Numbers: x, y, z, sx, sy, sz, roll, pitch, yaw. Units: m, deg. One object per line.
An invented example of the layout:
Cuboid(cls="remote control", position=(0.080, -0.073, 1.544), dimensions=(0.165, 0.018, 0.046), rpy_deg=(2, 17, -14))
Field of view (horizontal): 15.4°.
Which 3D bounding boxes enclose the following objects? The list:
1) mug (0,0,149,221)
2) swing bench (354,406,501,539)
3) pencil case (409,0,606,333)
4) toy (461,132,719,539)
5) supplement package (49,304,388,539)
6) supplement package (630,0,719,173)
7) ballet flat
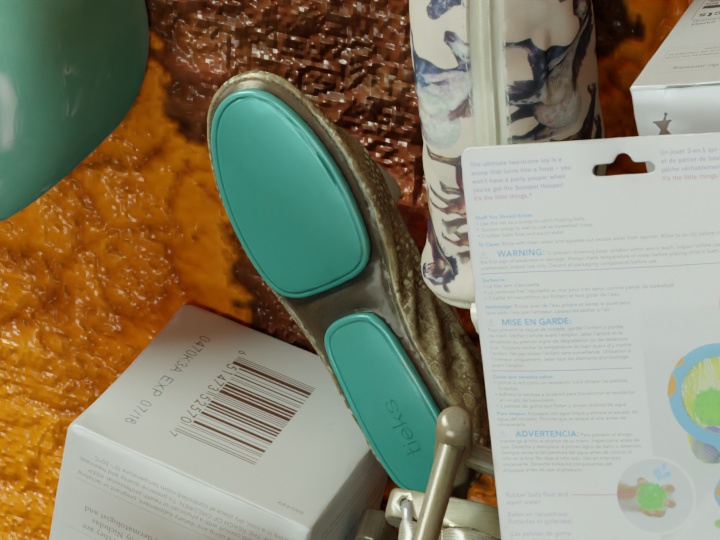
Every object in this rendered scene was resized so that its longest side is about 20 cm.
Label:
Cuboid(cls="mug", position=(-0.187, -0.105, 1.109), dimensions=(0.151, 0.114, 0.186), rpy_deg=(-21, 107, 33))
Cuboid(cls="swing bench", position=(0.036, 0.192, 1.065), dimensions=(0.129, 0.200, 0.200), rpy_deg=(22, 153, -9))
Cuboid(cls="pencil case", position=(0.054, -0.080, 1.024), dimensions=(0.077, 0.090, 0.201), rpy_deg=(6, 120, 22))
Cuboid(cls="toy", position=(0.105, 0.049, 0.954), dimensions=(0.114, 0.047, 0.201), rpy_deg=(-3, 100, 16))
Cuboid(cls="supplement package", position=(-0.069, 0.140, 1.189), dimensions=(0.117, 0.117, 0.201), rpy_deg=(21, 123, 12))
Cuboid(cls="supplement package", position=(0.219, -0.026, 0.962), dimensions=(0.199, 0.111, 0.157), rpy_deg=(-3, 115, 28))
Cuboid(cls="ballet flat", position=(0.000, 0.000, 1.109), dimensions=(0.070, 0.065, 0.201), rpy_deg=(-15, 109, 32))
